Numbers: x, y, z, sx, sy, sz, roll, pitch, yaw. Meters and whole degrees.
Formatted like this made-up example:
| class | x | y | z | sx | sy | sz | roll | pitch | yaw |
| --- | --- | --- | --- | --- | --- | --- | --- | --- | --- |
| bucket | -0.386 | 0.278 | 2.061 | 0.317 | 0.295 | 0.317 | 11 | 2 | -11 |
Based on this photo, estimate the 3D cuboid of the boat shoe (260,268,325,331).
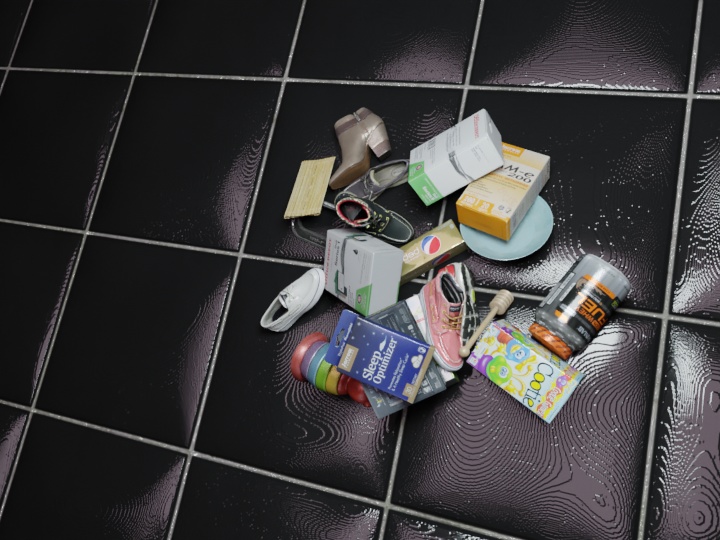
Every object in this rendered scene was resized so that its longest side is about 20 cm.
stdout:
| class | x | y | z | sx | sy | sz | roll | pitch | yaw |
| --- | --- | --- | --- | --- | --- | --- | --- | --- | --- |
| boat shoe | -0.162 | 0.068 | 1.462 | 0.200 | 0.066 | 0.072 | -43 | 58 | 26 |

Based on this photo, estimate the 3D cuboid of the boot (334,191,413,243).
| class | x | y | z | sx | sy | sz | roll | pitch | yaw |
| --- | --- | --- | --- | --- | --- | --- | --- | --- | --- |
| boot | 0.030 | -0.111 | 1.410 | 0.203 | 0.154 | 0.074 | 28 | 99 | -5 |

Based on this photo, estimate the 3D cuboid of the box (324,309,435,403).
| class | x | y | z | sx | sy | sz | roll | pitch | yaw |
| --- | --- | --- | --- | --- | --- | --- | --- | --- | --- |
| box | 0.035 | 0.170 | 1.243 | 0.200 | 0.032 | 0.121 | 22 | 98 | 7 |

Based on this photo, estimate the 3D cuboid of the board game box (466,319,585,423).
| class | x | y | z | sx | sy | sz | roll | pitch | yaw |
| --- | --- | --- | --- | --- | --- | --- | --- | --- | --- |
| board game box | 0.337 | 0.200 | 1.275 | 0.200 | 0.105 | 0.103 | 36 | 105 | 21 |

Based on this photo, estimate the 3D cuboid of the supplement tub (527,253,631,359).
| class | x | y | z | sx | sy | sz | roll | pitch | yaw |
| --- | --- | --- | --- | --- | --- | --- | --- | --- | --- |
| supplement tub | 0.444 | 0.075 | 1.278 | 0.122 | 0.123 | 0.200 | 39 | 89 | 22 |

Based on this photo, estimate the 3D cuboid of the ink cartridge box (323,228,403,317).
| class | x | y | z | sx | sy | sz | roll | pitch | yaw |
| --- | --- | --- | --- | --- | --- | --- | --- | --- | --- |
| ink cartridge box | 0.000 | 0.000 | 1.382 | 0.200 | 0.084 | 0.146 | 28 | 117 | 53 |

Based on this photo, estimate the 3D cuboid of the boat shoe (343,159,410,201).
| class | x | y | z | sx | sy | sz | roll | pitch | yaw |
| --- | --- | --- | --- | --- | --- | --- | --- | --- | --- |
| boat shoe | 0.036 | -0.218 | 1.510 | 0.200 | 0.065 | 0.072 | -23 | 74 | 13 |

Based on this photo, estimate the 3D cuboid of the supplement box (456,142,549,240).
| class | x | y | z | sx | sy | sz | roll | pitch | yaw |
| --- | --- | --- | --- | --- | --- | --- | --- | --- | --- |
| supplement box | 0.316 | -0.178 | 1.375 | 0.126 | 0.074 | 0.200 | 24 | 66 | 28 |

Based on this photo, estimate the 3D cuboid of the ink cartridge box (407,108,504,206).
| class | x | y | z | sx | sy | sz | roll | pitch | yaw |
| --- | --- | --- | --- | --- | --- | --- | --- | --- | --- |
| ink cartridge box | 0.213 | -0.253 | 1.395 | 0.200 | 0.084 | 0.146 | -27 | 30 | 27 |

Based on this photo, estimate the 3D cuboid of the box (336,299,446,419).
| class | x | y | z | sx | sy | sz | roll | pitch | yaw |
| --- | --- | --- | --- | --- | --- | --- | --- | --- | --- |
| box | 0.064 | 0.182 | 1.281 | 0.158 | 0.051 | 0.200 | -27 | 91 | 8 |

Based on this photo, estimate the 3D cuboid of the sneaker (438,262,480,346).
| class | x | y | z | sx | sy | sz | roll | pitch | yaw |
| --- | --- | --- | --- | --- | --- | --- | --- | --- | --- |
| sneaker | 0.211 | 0.084 | 1.387 | 0.085 | 0.077 | 0.200 | -14 | 70 | 34 |

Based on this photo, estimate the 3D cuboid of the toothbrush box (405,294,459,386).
| class | x | y | z | sx | sy | sz | roll | pitch | yaw |
| --- | --- | --- | --- | --- | --- | --- | --- | --- | --- |
| toothbrush box | 0.108 | 0.179 | 1.374 | 0.145 | 0.086 | 0.200 | -25 | 69 | 9 |

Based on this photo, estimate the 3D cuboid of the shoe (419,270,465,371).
| class | x | y | z | sx | sy | sz | roll | pitch | yaw |
| --- | --- | --- | --- | --- | --- | --- | --- | --- | --- |
| shoe | 0.181 | 0.103 | 1.298 | 0.071 | 0.091 | 0.200 | -2 | 63 | -23 |

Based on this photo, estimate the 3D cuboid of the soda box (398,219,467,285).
| class | x | y | z | sx | sy | sz | roll | pitch | yaw |
| --- | --- | --- | --- | --- | --- | --- | --- | --- | --- |
| soda box | 0.140 | -0.035 | 1.429 | 0.200 | 0.068 | 0.064 | -30 | 70 | 8 |

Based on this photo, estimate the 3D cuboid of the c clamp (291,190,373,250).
| class | x | y | z | sx | sy | sz | roll | pitch | yaw |
| --- | --- | --- | --- | --- | --- | --- | --- | --- | --- |
| c clamp | -0.075 | -0.134 | 1.533 | 0.200 | 0.027 | 0.171 | 17 | 99 | 21 |

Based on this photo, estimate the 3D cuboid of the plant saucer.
| class | x | y | z | sx | sy | sz | roll | pitch | yaw |
| --- | --- | --- | --- | --- | --- | --- | --- | --- | --- |
| plant saucer | 0.324 | -0.098 | 1.389 | 0.201 | 0.039 | 0.201 | -7 | 56 | 11 |

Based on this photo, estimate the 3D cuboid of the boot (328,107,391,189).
| class | x | y | z | sx | sy | sz | roll | pitch | yaw |
| --- | --- | --- | --- | --- | --- | --- | --- | --- | --- |
| boot | -0.023 | -0.309 | 1.551 | 0.200 | 0.070 | 0.146 | -32 | 71 | -4 |

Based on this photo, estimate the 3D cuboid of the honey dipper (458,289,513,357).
| class | x | y | z | sx | sy | sz | roll | pitch | yaw |
| --- | --- | --- | --- | --- | --- | --- | --- | --- | --- |
| honey dipper | 0.263 | 0.112 | 1.313 | 0.038 | 0.038 | 0.200 | 29 | 51 | 22 |

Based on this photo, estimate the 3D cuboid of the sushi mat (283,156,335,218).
| class | x | y | z | sx | sy | sz | roll | pitch | yaw |
| --- | --- | --- | --- | --- | --- | --- | --- | --- | --- |
| sushi mat | -0.124 | -0.206 | 1.543 | 0.096 | 0.012 | 0.200 | -2 | 51 | 19 |

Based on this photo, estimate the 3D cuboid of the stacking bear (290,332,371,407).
| class | x | y | z | sx | sy | sz | roll | pitch | yaw |
| --- | --- | --- | --- | --- | --- | --- | --- | --- | --- |
| stacking bear | -0.045 | 0.228 | 1.385 | 0.200 | 0.114 | 0.122 | 23 | 83 | 24 |
